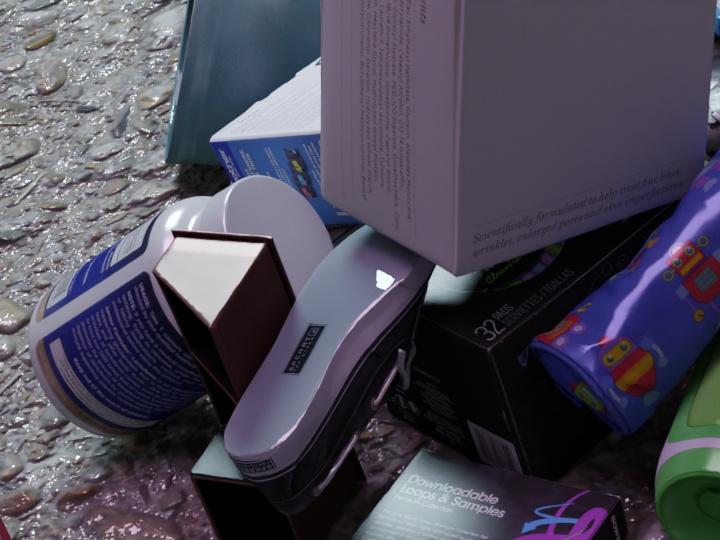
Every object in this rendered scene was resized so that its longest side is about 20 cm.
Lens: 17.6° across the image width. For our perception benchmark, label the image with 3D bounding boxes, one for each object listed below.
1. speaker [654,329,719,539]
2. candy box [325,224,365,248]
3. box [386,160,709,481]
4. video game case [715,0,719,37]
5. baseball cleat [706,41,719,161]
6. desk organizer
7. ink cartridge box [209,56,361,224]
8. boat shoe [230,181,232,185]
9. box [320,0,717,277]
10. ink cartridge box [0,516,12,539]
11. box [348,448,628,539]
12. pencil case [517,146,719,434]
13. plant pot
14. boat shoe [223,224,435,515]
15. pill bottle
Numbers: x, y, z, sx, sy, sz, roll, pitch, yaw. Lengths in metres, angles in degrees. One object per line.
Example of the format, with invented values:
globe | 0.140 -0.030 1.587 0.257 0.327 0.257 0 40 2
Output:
speaker | 0.232 0.075 1.351 0.088 0.089 0.200 1 39 26
candy box | 0.000 0.000 1.567 0.199 0.026 0.103 -24 66 -3
box | 0.118 0.013 1.455 0.200 0.125 0.148 -38 39 -23
video game case | 0.290 -0.224 1.654 0.142 0.018 0.200 -12 30 -6
baseball cleat | 0.273 -0.097 1.592 0.106 0.070 0.200 -36 28 -12
desk organizer | -0.069 0.078 1.390 0.071 0.201 0.077 5 43 29
ink cartridge box | -0.005 -0.095 1.545 0.136 0.077 0.200 -38 23 -28
boat shoe | -0.006 -0.036 1.637 0.201 0.075 0.086 5 48 19
box | 0.091 -0.130 1.338 0.198 0.201 0.131 -18 32 -33
ink cartridge box | -0.280 0.231 1.330 0.200 0.145 0.084 -40 38 -27
box | 0.045 0.190 1.326 0.142 0.036 0.200 11 46 35
pencil case | 0.185 0.006 1.345 0.200 0.078 0.087 -46 2 -11
plant pot | -0.067 -0.169 1.757 0.133 0.201 0.201 9 36 -6
boat shoe | -0.003 0.052 1.349 0.073 0.068 0.200 1 49 38
pill bottle | -0.114 0.022 1.495 0.200 0.116 0.116 -31 22 40
